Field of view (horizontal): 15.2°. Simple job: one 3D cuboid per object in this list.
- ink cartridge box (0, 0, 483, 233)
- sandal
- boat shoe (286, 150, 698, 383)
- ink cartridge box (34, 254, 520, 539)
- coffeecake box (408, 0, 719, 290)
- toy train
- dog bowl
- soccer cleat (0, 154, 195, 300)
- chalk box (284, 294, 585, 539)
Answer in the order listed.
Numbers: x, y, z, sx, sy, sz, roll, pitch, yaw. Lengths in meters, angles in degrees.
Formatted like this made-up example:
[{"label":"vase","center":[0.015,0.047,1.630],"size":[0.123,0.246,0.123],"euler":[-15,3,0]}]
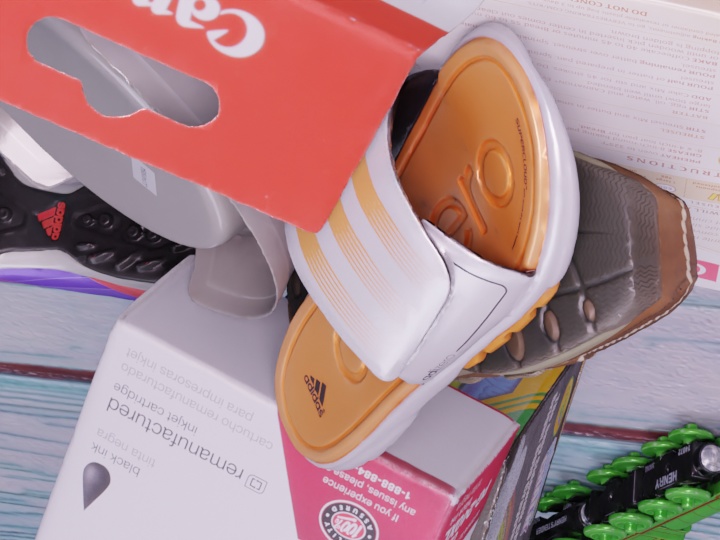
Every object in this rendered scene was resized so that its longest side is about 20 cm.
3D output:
[{"label":"ink cartridge box","center":[-0.030,-0.113,0.749],"size":[0.162,0.201,0.057],"euler":[23,-164,-19]},{"label":"sandal","center":[0.003,0.007,0.860],"size":[0.059,0.079,0.207],"euler":[-10,150,-33]},{"label":"boat shoe","center":[0.051,0.001,0.916],"size":[0.073,0.076,0.200],"euler":[1,173,-32]},{"label":"ink cartridge box","center":[-0.048,0.120,1.031],"size":[0.145,0.083,0.201],"euler":[26,115,9]},{"label":"coffeecake box","center":[0.071,-0.076,0.895],"size":[0.153,0.073,0.200],"euler":[12,157,8]},{"label":"toy train","center":[0.143,0.118,1.354],"size":[0.056,0.042,0.200],"euler":[12,160,-19]},{"label":"dog bowl","center":[-0.087,-0.072,0.940],"size":[0.200,0.059,0.200],"euler":[38,164,13]},{"label":"soccer cleat","center":[-0.137,-0.018,1.184],"size":[0.199,0.069,0.073],"euler":[7,164,17]},{"label":"chalk box","center":[0.016,0.073,1.152],"size":[0.123,0.125,0.200],"euler":[20,-158,11]}]
